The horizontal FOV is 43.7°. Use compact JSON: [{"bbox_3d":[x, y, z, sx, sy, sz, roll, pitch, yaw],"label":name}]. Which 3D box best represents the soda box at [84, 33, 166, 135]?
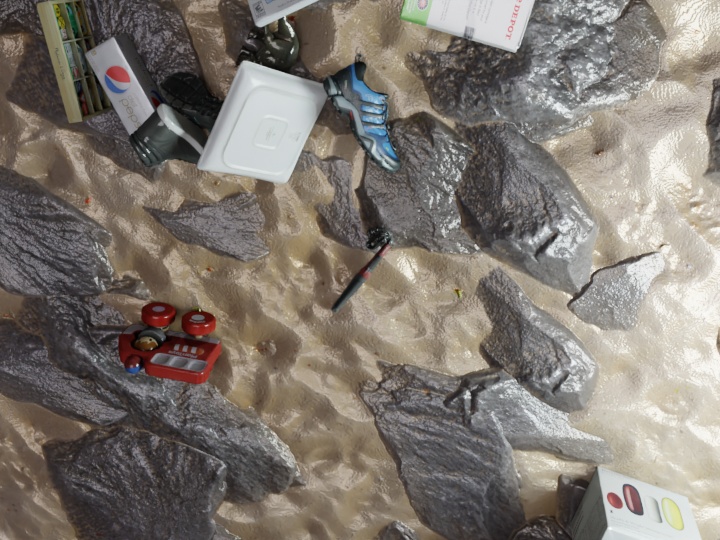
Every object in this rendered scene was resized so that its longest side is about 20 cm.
[{"bbox_3d":[-0.402,-0.313,1.595,0.068,0.064,0.201,-23,104,16],"label":"soda box"}]

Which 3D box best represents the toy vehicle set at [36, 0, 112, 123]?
[{"bbox_3d":[-0.493,-0.366,1.557,0.026,0.124,0.202,-7,109,12],"label":"toy vehicle set"}]

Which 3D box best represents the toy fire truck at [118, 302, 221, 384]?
[{"bbox_3d":[-0.367,0.150,1.701,0.198,0.168,0.113,10,111,5],"label":"toy fire truck"}]

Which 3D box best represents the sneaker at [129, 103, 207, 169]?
[{"bbox_3d":[-0.326,-0.211,1.561,0.099,0.200,0.071,-32,65,10],"label":"sneaker"}]

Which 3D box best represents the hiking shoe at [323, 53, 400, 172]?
[{"bbox_3d":[0.021,-0.260,1.530,0.086,0.074,0.201,-34,110,6],"label":"hiking shoe"}]

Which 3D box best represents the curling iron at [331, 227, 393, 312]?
[{"bbox_3d":[0.000,0.000,1.664,0.049,0.025,0.201,40,118,17],"label":"curling iron"}]

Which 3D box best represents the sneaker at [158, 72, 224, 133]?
[{"bbox_3d":[-0.272,-0.276,1.579,0.199,0.079,0.076,32,70,17],"label":"sneaker"}]

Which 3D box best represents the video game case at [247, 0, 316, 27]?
[{"bbox_3d":[-0.109,-0.519,1.457,0.198,0.024,0.184,-20,83,16],"label":"video game case"}]

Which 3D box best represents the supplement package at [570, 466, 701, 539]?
[{"bbox_3d":[0.510,0.503,1.666,0.189,0.200,0.148,18,111,2],"label":"supplement package"}]

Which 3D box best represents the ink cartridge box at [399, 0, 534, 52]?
[{"bbox_3d":[0.178,-0.450,1.436,0.198,0.084,0.147,17,112,3],"label":"ink cartridge box"}]

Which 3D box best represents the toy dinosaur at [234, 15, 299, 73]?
[{"bbox_3d":[-0.151,-0.370,1.538,0.102,0.077,0.201,27,108,-15],"label":"toy dinosaur"}]

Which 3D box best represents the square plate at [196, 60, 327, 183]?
[{"bbox_3d":[-0.158,-0.241,1.528,0.028,0.197,0.201,47,118,38],"label":"square plate"}]
